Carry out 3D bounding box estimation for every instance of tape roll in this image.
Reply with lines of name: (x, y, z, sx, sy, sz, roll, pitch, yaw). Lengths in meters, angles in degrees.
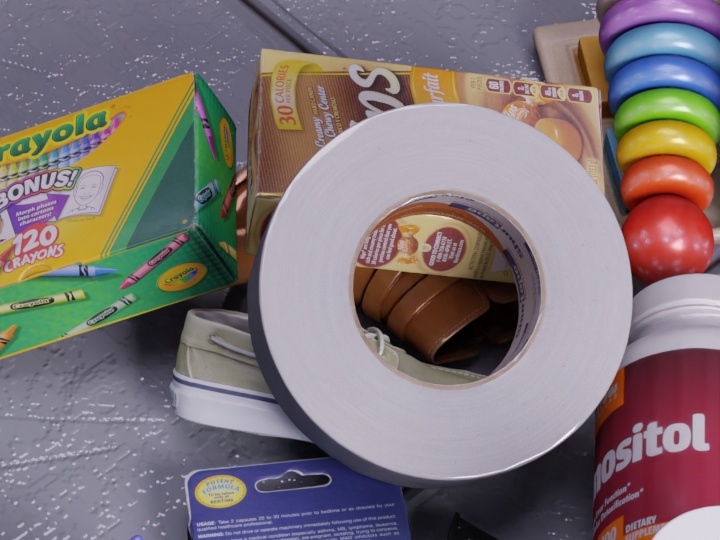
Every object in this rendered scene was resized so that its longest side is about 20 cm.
tape roll: (0.041, 0.015, 1.527, 0.200, 0.066, 0.201, 1, 81, -8)

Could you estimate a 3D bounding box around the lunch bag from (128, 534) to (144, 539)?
lunch bag: (-0.133, 0.259, 1.419, 0.150, 0.094, 0.200, -25, 64, -1)

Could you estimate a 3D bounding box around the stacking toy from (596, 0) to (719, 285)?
stacking toy: (0.177, -0.080, 1.675, 0.085, 0.085, 0.200, 3, 60, 3)

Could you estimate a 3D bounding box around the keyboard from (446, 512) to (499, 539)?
keyboard: (0.037, 0.204, 1.468, 0.127, 0.021, 0.200, 31, 41, -11)

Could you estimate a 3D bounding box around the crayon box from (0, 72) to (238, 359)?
crayon box: (-0.169, -0.025, 1.630, 0.200, 0.058, 0.119, -18, 47, 17)

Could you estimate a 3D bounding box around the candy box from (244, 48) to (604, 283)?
candy box: (0.036, -0.057, 1.622, 0.200, 0.055, 0.116, 7, 49, -8)

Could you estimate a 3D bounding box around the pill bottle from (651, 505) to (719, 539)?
pill bottle: (0.170, 0.204, 1.389, 0.112, 0.200, 0.112, 0, 51, 0)

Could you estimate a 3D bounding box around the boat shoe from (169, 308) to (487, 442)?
boat shoe: (-0.008, 0.061, 1.585, 0.200, 0.062, 0.072, 5, 16, 6)

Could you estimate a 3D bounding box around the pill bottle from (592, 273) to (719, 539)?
pill bottle: (0.180, 0.105, 1.529, 0.113, 0.113, 0.200, 3, 49, 3)

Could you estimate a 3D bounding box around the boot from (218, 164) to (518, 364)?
boot: (0.000, 0.000, 1.647, 0.200, 0.074, 0.155, -26, 58, -16)

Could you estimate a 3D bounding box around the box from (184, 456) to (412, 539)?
box: (-0.026, 0.189, 1.513, 0.121, 0.032, 0.200, -5, 52, -4)

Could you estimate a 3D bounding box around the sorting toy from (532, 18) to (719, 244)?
sorting toy: (0.213, -0.096, 1.746, 0.185, 0.036, 0.200, -8, 50, -6)
